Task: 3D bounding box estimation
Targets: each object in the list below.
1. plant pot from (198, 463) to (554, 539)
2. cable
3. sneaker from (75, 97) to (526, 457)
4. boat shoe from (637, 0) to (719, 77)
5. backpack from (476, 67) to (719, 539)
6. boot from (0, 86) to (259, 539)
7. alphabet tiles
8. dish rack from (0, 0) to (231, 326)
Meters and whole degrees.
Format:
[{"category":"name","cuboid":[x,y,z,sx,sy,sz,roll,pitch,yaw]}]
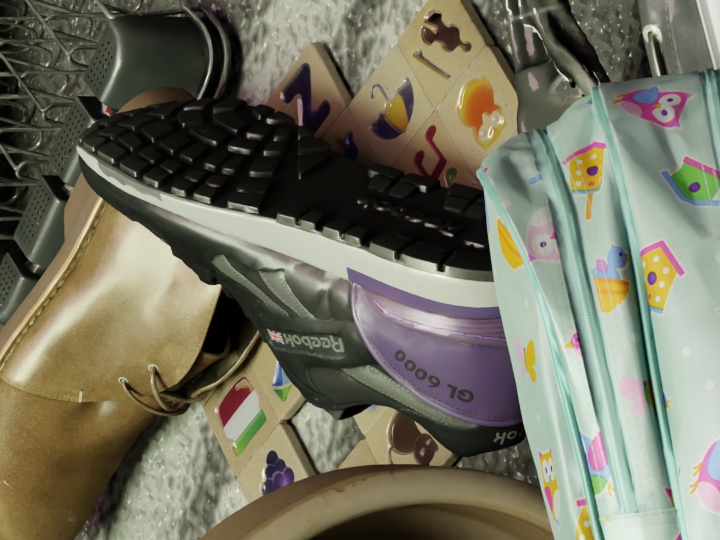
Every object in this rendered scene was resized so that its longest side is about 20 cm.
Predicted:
[{"category":"plant pot","cuboid":[-0.012,0.154,0.902,0.174,0.199,0.202,-175,88,-67]},{"category":"cable","cuboid":[0.071,-0.066,0.876,0.050,0.097,0.201,-11,85,10]},{"category":"sneaker","cuboid":[-0.023,0.006,0.959,0.199,0.076,0.088,23,124,36]},{"category":"boat shoe","cuboid":[0.102,-0.112,0.863,0.066,0.070,0.201,-24,78,43]},{"category":"backpack","cuboid":[0.107,0.041,0.743,0.167,0.126,0.201,80,177,-77]},{"category":"boot","cuboid":[-0.089,0.036,1.057,0.075,0.073,0.201,37,113,32]},{"category":"alphabet tiles","cuboid":[0.000,0.000,1.011,0.200,0.008,0.168,-51,52,33]},{"category":"dish rack","cuboid":[-0.142,-0.083,1.142,0.200,0.054,0.154,51,123,40]}]
